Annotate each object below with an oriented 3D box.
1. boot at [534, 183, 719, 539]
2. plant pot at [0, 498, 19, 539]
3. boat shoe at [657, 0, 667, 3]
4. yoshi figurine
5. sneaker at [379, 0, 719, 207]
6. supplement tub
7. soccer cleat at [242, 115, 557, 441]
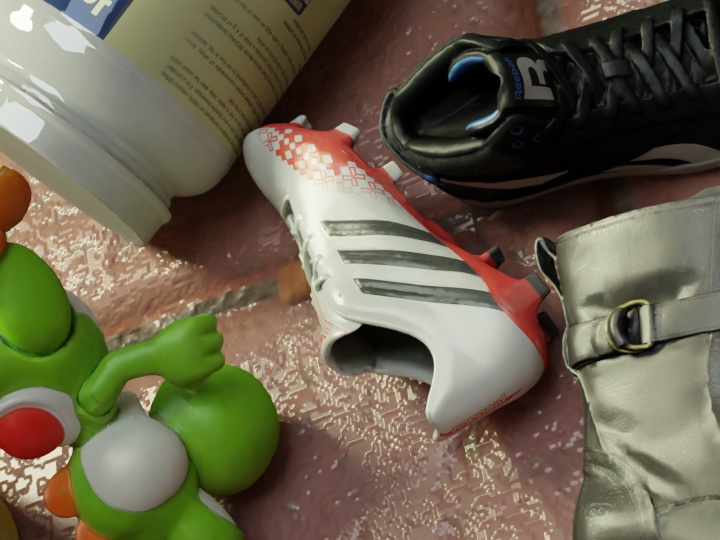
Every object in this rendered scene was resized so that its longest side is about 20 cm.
[{"bbox_3d":[0.155,0.046,0.785,0.199,0.069,0.175,-6,70,28],"label":"boot"},{"bbox_3d":[-0.254,0.117,0.908,0.199,0.189,0.202,-14,58,23],"label":"plant pot"},{"bbox_3d":[0.139,-0.172,0.930,0.200,0.066,0.072,35,83,37],"label":"boat shoe"},{"bbox_3d":[-0.111,0.043,0.899,0.112,0.200,0.112,-39,10,8],"label":"yoshi figurine"},{"bbox_3d":[0.103,-0.076,0.860,0.199,0.112,0.074,-20,77,23],"label":"sneaker"},{"bbox_3d":[-0.094,-0.128,0.983,0.145,0.145,0.201,29,80,37],"label":"supplement tub"},{"bbox_3d":[0.000,0.000,0.908,0.085,0.069,0.200,-41,56,-16],"label":"soccer cleat"}]
